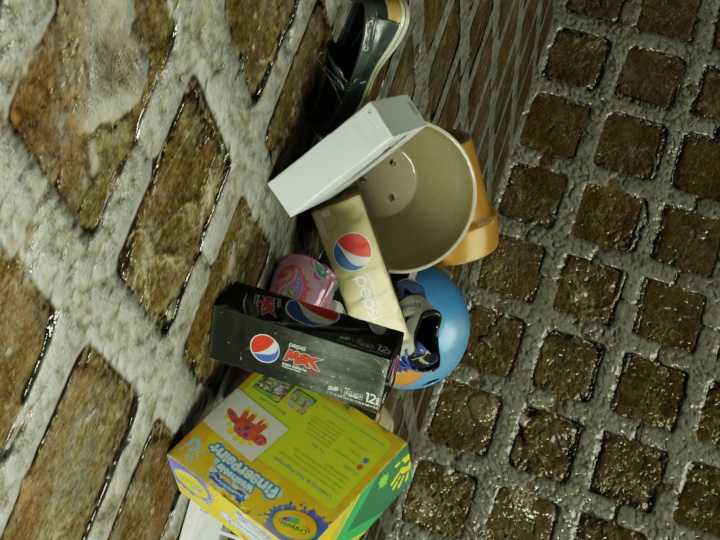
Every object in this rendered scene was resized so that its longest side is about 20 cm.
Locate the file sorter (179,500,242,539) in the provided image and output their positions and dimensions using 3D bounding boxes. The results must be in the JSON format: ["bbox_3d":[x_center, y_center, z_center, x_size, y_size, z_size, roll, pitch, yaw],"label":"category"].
[{"bbox_3d":[-0.142,0.336,1.469,0.139,0.123,0.203,10,96,-79],"label":"file sorter"}]

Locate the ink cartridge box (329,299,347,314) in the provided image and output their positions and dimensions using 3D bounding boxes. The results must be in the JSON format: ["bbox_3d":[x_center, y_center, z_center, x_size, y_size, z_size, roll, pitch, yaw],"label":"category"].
[{"bbox_3d":[-0.084,0.140,1.581,0.145,0.083,0.203,67,41,-72],"label":"ink cartridge box"}]

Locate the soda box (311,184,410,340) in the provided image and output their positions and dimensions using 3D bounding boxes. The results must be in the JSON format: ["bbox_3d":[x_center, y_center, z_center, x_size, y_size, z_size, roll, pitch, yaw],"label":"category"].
[{"bbox_3d":[0.000,0.000,1.576,0.064,0.067,0.202,-102,173,-75],"label":"soda box"}]

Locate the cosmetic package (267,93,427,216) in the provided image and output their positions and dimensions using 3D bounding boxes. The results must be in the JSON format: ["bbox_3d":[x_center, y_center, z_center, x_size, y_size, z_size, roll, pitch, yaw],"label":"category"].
[{"bbox_3d":[-0.010,-0.137,1.435,0.150,0.052,0.200,-34,-179,18],"label":"cosmetic package"}]

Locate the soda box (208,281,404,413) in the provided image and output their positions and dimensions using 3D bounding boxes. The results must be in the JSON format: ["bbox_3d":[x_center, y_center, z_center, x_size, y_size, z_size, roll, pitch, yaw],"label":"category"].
[{"bbox_3d":[-0.058,0.079,1.313,0.063,0.197,0.072,-55,160,-60],"label":"soda box"}]

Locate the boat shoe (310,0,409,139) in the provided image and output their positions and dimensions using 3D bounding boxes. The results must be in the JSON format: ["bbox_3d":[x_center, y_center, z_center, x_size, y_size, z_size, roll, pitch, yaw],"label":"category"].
[{"bbox_3d":[-0.015,-0.232,1.403,0.201,0.062,0.075,-55,-135,39],"label":"boat shoe"}]

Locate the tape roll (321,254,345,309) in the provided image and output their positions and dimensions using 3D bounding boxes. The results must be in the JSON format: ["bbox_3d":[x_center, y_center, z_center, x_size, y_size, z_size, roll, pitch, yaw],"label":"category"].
[{"bbox_3d":[-0.014,0.058,1.791,0.200,0.065,0.204,8,90,-78],"label":"tape roll"}]

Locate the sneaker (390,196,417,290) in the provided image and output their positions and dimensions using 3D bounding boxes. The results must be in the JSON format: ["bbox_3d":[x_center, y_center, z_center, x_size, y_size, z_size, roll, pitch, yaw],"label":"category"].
[{"bbox_3d":[0.059,-0.029,1.752,0.082,0.077,0.203,58,40,-68],"label":"sneaker"}]

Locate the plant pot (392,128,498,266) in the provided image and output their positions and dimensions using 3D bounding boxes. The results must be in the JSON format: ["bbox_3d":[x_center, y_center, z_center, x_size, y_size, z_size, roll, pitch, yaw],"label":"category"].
[{"bbox_3d":[0.128,-0.130,2.054,0.200,0.197,0.186,-53,142,-62],"label":"plant pot"}]

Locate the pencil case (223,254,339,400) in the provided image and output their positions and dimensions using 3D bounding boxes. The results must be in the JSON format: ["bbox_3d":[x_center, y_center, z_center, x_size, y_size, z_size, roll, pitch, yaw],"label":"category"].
[{"bbox_3d":[-0.090,0.084,1.467,0.088,0.086,0.202,81,26,-67],"label":"pencil case"}]

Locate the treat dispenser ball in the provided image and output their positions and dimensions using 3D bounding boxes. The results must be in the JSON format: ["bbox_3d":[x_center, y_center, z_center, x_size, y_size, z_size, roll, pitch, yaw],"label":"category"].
[{"bbox_3d":[0.075,0.087,1.971,0.201,0.198,0.204,17,90,-79],"label":"treat dispenser ball"}]

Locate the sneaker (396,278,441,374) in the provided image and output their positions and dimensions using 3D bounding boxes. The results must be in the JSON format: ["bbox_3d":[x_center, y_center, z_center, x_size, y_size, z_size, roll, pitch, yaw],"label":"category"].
[{"bbox_3d":[0.039,0.111,1.659,0.200,0.115,0.081,-50,130,-3],"label":"sneaker"}]

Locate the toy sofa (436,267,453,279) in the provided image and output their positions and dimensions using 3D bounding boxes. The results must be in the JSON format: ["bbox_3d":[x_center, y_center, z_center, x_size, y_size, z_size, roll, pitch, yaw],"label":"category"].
[{"bbox_3d":[0.068,0.064,2.108,0.201,0.082,0.098,-51,168,-13],"label":"toy sofa"}]

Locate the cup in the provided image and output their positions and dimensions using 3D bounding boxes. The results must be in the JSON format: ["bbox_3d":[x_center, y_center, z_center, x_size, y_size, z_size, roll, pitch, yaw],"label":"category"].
[{"bbox_3d":[0.042,-0.110,1.668,0.143,0.197,0.203,-133,-124,-73],"label":"cup"}]

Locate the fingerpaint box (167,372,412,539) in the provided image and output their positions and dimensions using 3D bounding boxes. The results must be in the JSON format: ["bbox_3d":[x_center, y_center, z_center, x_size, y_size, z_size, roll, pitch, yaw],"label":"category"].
[{"bbox_3d":[-0.073,0.206,1.292,0.167,0.199,0.074,-43,145,-28],"label":"fingerpaint box"}]

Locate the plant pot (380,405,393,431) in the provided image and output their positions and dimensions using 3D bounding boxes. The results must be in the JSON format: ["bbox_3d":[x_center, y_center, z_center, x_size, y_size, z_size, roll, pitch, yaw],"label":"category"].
[{"bbox_3d":[-0.023,0.258,1.944,0.200,0.133,0.203,16,90,-80],"label":"plant pot"}]

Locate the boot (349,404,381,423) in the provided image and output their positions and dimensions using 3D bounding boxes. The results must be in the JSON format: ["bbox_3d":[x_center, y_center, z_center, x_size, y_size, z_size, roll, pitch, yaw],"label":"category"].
[{"bbox_3d":[-0.005,0.198,1.443,0.200,0.143,0.072,-33,-126,37],"label":"boot"}]
